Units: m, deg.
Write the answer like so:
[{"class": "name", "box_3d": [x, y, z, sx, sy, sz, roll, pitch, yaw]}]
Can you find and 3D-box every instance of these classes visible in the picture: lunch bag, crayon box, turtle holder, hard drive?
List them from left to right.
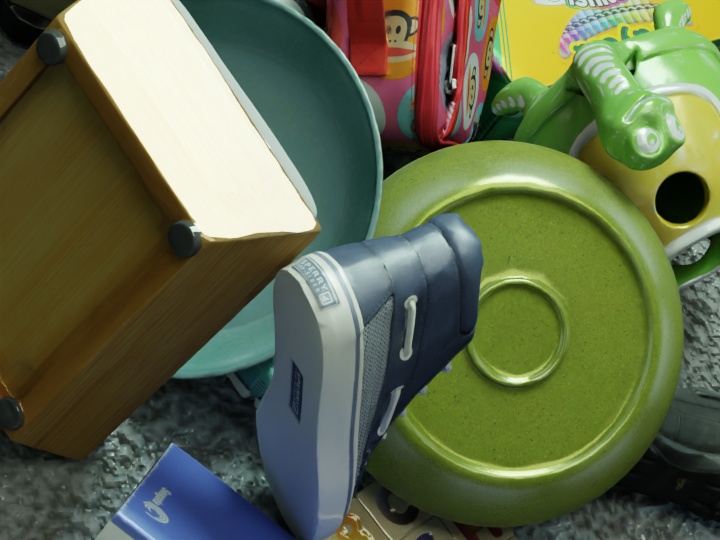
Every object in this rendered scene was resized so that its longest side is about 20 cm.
[{"class": "hard drive", "box_3d": [-0.027, 0.164, 0.988, 0.200, 0.025, 0.132, 38, 10, -1]}, {"class": "lunch bag", "box_3d": [0.026, -0.163, 1.147, 0.082, 0.176, 0.200, 5, 92, 13]}, {"class": "crayon box", "box_3d": [0.129, -0.160, 1.308, 0.200, 0.058, 0.119, -18, 70, -35]}, {"class": "turtle holder", "box_3d": [0.165, -0.068, 1.189, 0.141, 0.186, 0.132, -19, 68, -22]}]

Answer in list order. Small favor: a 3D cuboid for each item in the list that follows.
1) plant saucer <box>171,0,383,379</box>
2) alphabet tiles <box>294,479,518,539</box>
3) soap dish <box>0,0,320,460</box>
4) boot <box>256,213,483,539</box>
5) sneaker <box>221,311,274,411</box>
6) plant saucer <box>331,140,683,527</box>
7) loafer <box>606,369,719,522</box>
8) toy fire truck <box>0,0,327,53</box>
[{"class": "plant saucer", "box_3d": [-0.081, -0.044, 1.080, 0.200, 0.200, 0.036, 55, 9, 13]}, {"class": "alphabet tiles", "box_3d": [0.046, 0.201, 1.071, 0.166, 0.006, 0.200, -31, 77, -37]}, {"class": "soap dish", "box_3d": [-0.129, -0.022, 0.995, 0.081, 0.200, 0.157, -16, 68, -54]}, {"class": "boot", "box_3d": [0.007, 0.056, 1.010, 0.090, 0.200, 0.073, -19, 59, -20]}, {"class": "sneaker", "box_3d": [0.000, 0.000, 1.126, 0.078, 0.080, 0.200, 45, 55, 4]}, {"class": "plant saucer", "box_3d": [0.076, 0.032, 1.083, 0.200, 0.031, 0.200, 0, 88, -12]}, {"class": "loafer", "box_3d": [0.158, 0.086, 1.166, 0.200, 0.068, 0.070, 18, 45, -22]}, {"class": "toy fire truck", "box_3d": [-0.099, -0.197, 1.191, 0.176, 0.129, 0.200, 23, 63, -13]}]
